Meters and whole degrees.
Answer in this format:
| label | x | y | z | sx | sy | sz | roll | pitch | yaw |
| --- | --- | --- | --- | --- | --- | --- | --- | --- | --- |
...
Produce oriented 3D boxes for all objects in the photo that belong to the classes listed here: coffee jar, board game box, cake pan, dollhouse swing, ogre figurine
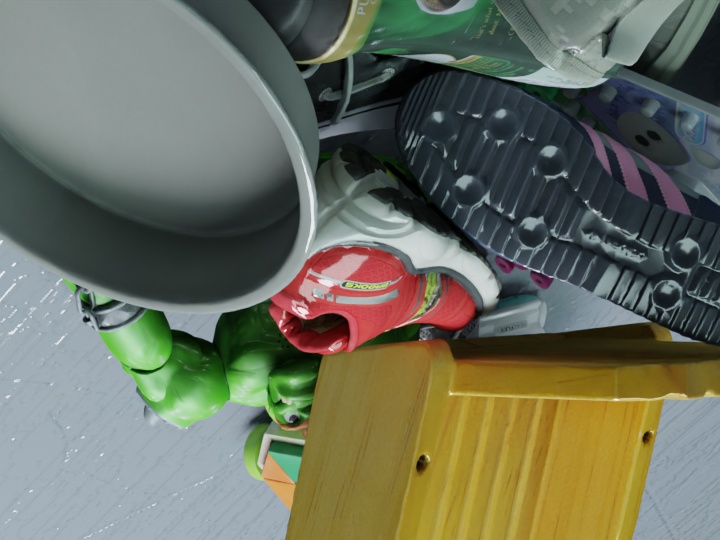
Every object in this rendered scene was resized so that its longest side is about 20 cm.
| label | x | y | z | sx | sy | sz | roll | pitch | yaw |
| --- | --- | --- | --- | --- | --- | --- | --- | --- | --- |
| coffee jar | 0.022 | -0.131 | 1.095 | 0.199 | 0.085 | 0.105 | 2 | 98 | -40 |
| board game box | 0.152 | -0.020 | 1.312 | 0.026 | 0.199 | 0.200 | -58 | 162 | -24 |
| cake pan | -0.100 | -0.066 | 1.060 | 0.037 | 0.199 | 0.201 | -59 | 172 | -35 |
| dollhouse swing | 0.100 | 0.104 | 1.285 | 0.199 | 0.175 | 0.183 | -2 | 107 | -51 |
| ogre figurine | -0.039 | 0.011 | 1.297 | 0.199 | 0.098 | 0.120 | -27 | 132 | -27 |

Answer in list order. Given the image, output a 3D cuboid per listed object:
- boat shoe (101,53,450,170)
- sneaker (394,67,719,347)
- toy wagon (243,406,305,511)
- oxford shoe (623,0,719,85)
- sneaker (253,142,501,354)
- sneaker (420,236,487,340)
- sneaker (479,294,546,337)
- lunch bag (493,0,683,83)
| label | x | y | z | sx | sy | sz | roll | pitch | yaw |
| --- | --- | --- | --- | --- | --- | --- | --- | --- | --- |
| boat shoe | -0.022 | -0.092 | 1.162 | 0.198 | 0.074 | 0.068 | -8 | 141 | -32 |
| sneaker | 0.093 | -0.031 | 1.211 | 0.199 | 0.082 | 0.070 | 31 | 98 | -19 |
| toy wagon | 0.002 | 0.115 | 1.453 | 0.200 | 0.155 | 0.040 | 51 | 61 | -33 |
| oxford shoe | 0.143 | -0.146 | 1.223 | 0.057 | 0.076 | 0.200 | 22 | 153 | 2 |
| sneaker | 0.000 | 0.000 | 1.179 | 0.085 | 0.077 | 0.200 | -45 | 161 | 5 |
| sneaker | 0.041 | 0.038 | 1.412 | 0.074 | 0.082 | 0.200 | -19 | 150 | -11 |
| sneaker | 0.077 | 0.102 | 1.536 | 0.077 | 0.092 | 0.200 | -16 | 150 | -13 |
| lunch bag | 0.095 | -0.185 | 0.966 | 0.117 | 0.201 | 0.164 | 11 | 135 | -46 |
